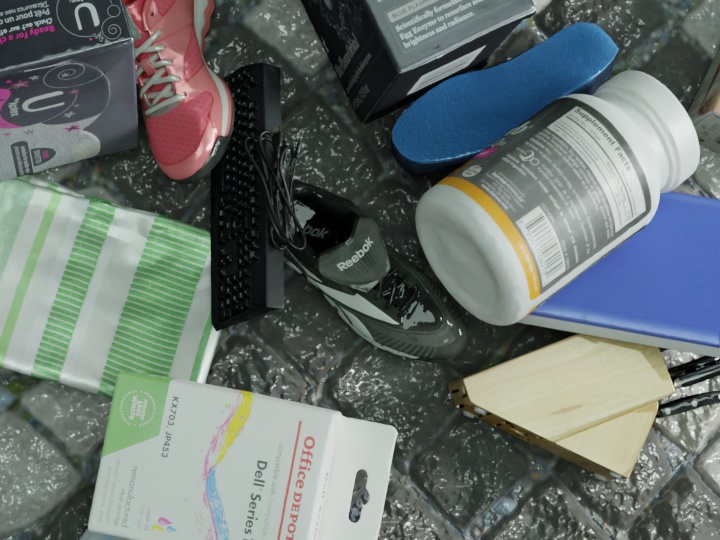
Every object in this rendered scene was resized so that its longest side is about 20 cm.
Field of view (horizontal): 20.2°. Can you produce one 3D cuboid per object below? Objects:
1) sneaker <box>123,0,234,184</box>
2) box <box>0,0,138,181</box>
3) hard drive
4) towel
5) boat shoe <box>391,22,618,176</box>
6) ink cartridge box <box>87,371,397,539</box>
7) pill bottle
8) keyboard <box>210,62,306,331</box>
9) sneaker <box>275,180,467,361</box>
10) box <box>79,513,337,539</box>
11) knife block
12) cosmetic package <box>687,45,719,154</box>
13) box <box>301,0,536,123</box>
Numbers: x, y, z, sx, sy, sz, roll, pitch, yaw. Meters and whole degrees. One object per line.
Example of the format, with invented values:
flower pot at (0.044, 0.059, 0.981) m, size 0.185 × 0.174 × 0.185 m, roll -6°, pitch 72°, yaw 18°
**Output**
sneaker at (-0.152, -0.160, 1.497) m, size 0.073 × 0.087 × 0.202 m, roll -21°, pitch 66°, yaw 29°
box at (-0.233, -0.155, 1.436) m, size 0.131 × 0.200 × 0.116 m, roll -15°, pitch 73°, yaw -10°
hard drive at (0.197, -0.008, 1.540) m, size 0.198 × 0.025 × 0.133 m, roll 10°, pitch 57°, yaw 5°
towel at (-0.197, 0.015, 1.505) m, size 0.198 × 0.023 × 0.154 m, roll 17°, pitch 68°, yaw -6°
boat shoe at (0.115, -0.116, 1.557) m, size 0.199 × 0.069 × 0.085 m, roll -22°, pitch 66°, yaw -15°
ink cartridge box at (-0.081, 0.146, 1.431) m, size 0.198 × 0.067 × 0.118 m, roll 10°, pitch 86°, yaw 6°
pill bottle at (0.147, -0.057, 1.485) m, size 0.199 × 0.116 × 0.117 m, roll -35°, pitch 89°, yaw -22°
keyboard at (-0.087, -0.064, 1.488) m, size 0.039 × 0.104 × 0.202 m, roll 16°, pitch 63°, yaw -42°
sneaker at (0.000, 0.000, 1.518) m, size 0.200 × 0.090 × 0.067 m, roll 39°, pitch 80°, yaw -2°
box at (-0.133, 0.227, 1.477) m, size 0.155 × 0.041 × 0.201 m, roll 32°, pitch 78°, yaw 12°
knife block at (0.189, 0.063, 1.555) m, size 0.199 × 0.064 × 0.177 m, roll 25°, pitch 79°, yaw -5°
cosmetic package at (0.346, -0.181, 1.597) m, size 0.103 × 0.087 × 0.201 m, roll 26°, pitch 80°, yaw -4°
box at (0.019, -0.235, 1.497) m, size 0.117 × 0.197 × 0.201 m, roll -26°, pitch 87°, yaw -10°
